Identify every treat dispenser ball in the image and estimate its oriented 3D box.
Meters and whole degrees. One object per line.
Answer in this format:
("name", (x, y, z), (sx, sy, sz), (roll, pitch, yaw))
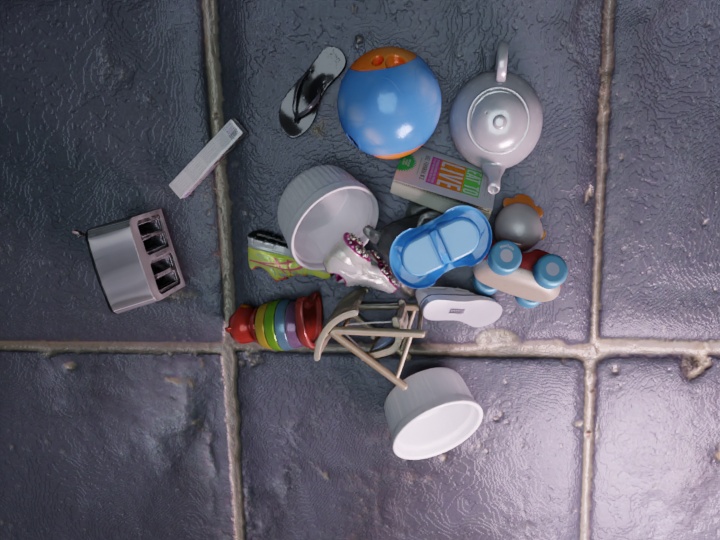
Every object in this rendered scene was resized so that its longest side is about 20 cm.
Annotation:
("treat dispenser ball", (0.054, -0.314, 1.317), (0.195, 0.201, 0.206), (1, 102, 7))

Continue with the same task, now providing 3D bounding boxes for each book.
("book", (0.166, -0.173, 1.373), (0.196, 0.135, 0.049), (18, 137, 2))

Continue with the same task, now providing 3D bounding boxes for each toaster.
("toaster", (-0.466, -0.023, 1.446), (0.116, 0.200, 0.185), (-14, 99, 14))

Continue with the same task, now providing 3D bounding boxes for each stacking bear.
("stacking bear", (-0.189, 0.113, 1.488), (0.195, 0.121, 0.117), (-4, 94, 18))

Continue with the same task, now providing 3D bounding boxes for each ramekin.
("ramekin", (-0.072, -0.111, 1.382), (0.201, 0.199, 0.105), (-50, 53, 13))
("ramekin", (0.143, 0.290, 1.437), (0.196, 0.099, 0.203), (-15, 140, -12))

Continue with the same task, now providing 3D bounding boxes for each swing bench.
("swing bench", (0.023, 0.121, 1.411), (0.196, 0.199, 0.133), (19, 103, 2))

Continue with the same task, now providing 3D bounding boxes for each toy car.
("toy car", (0.323, -0.056, 1.377), (0.173, 0.185, 0.204), (16, 75, 3))

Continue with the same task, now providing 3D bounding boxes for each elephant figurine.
("elephant figurine", (0.137, -0.080, 1.405), (0.200, 0.155, 0.142), (-44, 61, 3))

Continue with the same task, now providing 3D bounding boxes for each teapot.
("teapot", (0.258, -0.288, 1.325), (0.197, 0.146, 0.201), (-41, 93, 13))

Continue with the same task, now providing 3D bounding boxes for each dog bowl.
("dog bowl", (0.149, -0.045, 1.311), (0.197, 0.050, 0.113), (-25, 94, 8))

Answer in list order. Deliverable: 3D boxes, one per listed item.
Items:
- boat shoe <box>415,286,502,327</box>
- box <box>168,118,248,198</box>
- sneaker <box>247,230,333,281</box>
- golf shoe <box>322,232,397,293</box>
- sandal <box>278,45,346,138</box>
("boat shoe", (0.199, 0.067, 1.429), (0.196, 0.066, 0.073), (3, 127, -25))
("box", (-0.318, -0.233, 1.465), (0.200, 0.039, 0.042), (-44, 92, 13))
("sneaker", (-0.149, -0.014, 1.476), (0.196, 0.078, 0.092), (19, 112, 9))
("golf shoe", (0.000, 0.000, 1.418), (0.091, 0.076, 0.199), (-38, 135, 14))
("sandal", (-0.104, -0.362, 1.409), (0.075, 0.043, 0.202), (33, 103, 0))
